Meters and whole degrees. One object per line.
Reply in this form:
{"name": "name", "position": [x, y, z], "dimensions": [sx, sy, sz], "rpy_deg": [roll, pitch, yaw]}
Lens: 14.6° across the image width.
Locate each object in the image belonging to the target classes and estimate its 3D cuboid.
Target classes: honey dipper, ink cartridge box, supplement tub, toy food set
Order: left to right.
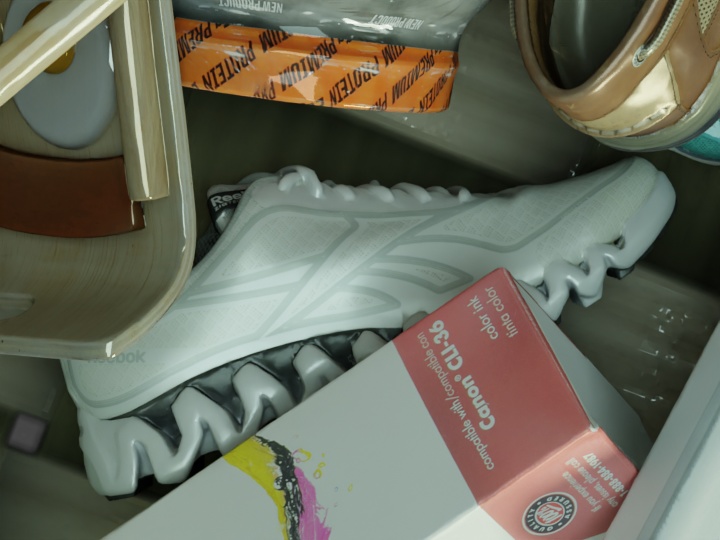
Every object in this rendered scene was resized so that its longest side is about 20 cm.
{"name": "toy food set", "position": [-0.124, -0.078, 0.791], "dimensions": [0.060, 0.143, 0.201], "rpy_deg": [-16, 103, -47]}
{"name": "honey dipper", "position": [-0.077, -0.064, 0.726], "dimensions": [0.200, 0.038, 0.038], "rpy_deg": [-40, 100, -1]}
{"name": "supplement tub", "position": [-0.009, -0.150, 0.805], "dimensions": [0.122, 0.123, 0.201], "rpy_deg": [7, 98, -7]}
{"name": "ink cartridge box", "position": [-0.006, 0.099, 0.831], "dimensions": [0.200, 0.068, 0.116], "rpy_deg": [-34, 143, 8]}

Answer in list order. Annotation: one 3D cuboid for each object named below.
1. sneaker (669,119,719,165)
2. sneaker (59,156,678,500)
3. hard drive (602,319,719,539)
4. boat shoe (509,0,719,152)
{"name": "sneaker", "position": [0.114, -0.130, 0.841], "dimensions": [0.077, 0.080, 0.201], "rpy_deg": [4, 98, -7]}
{"name": "sneaker", "position": [0.000, 0.000, 0.856], "dimensions": [0.199, 0.075, 0.081], "rpy_deg": [-21, 88, -5]}
{"name": "hard drive", "position": [0.153, 0.042, 0.815], "dimensions": [0.132, 0.027, 0.201], "rpy_deg": [37, 76, -33]}
{"name": "boat shoe", "position": [0.082, -0.134, 0.779], "dimensions": [0.075, 0.072, 0.201], "rpy_deg": [4, 91, 29]}
